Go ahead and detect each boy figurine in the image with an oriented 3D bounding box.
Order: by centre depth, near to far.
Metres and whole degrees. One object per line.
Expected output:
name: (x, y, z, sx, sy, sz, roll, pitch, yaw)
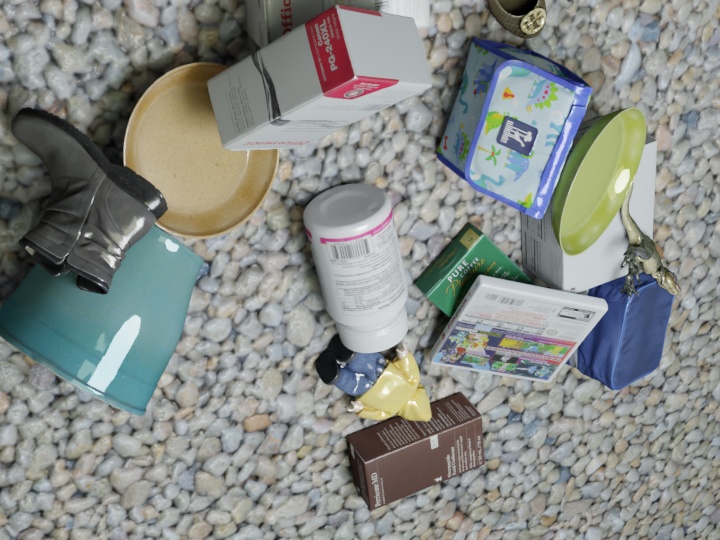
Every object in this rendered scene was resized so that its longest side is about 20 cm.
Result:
boy figurine: (0.035, 0.158, 1.456, 0.199, 0.064, 0.125, 30, 100, -37)

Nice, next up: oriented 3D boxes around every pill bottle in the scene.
pill bottle: (0.000, 0.000, 1.320, 0.113, 0.113, 0.201, -22, 125, -15)

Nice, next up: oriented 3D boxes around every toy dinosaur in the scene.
toy dinosaur: (0.384, -0.021, 1.406, 0.088, 0.047, 0.200, -57, 130, -30)

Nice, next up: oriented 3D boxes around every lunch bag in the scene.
lunch bag: (0.196, -0.178, 1.270, 0.127, 0.200, 0.171, 4, 115, -29)
lunch bag: (0.377, 0.075, 1.548, 0.135, 0.132, 0.201, -17, 123, -37)

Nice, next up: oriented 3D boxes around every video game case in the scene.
video game case: (0.222, 0.087, 1.456, 0.199, 0.023, 0.183, 10, 135, -17)

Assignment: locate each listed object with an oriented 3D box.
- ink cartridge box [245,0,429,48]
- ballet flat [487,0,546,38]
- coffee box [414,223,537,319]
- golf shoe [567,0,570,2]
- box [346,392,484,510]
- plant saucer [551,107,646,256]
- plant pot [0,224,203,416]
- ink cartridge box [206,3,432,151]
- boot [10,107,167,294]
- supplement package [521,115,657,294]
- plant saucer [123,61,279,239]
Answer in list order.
ink cartridge box: (-0.029, -0.335, 1.140, 0.199, 0.083, 0.146, -15, 122, -20)
ballet flat: (0.181, -0.364, 1.256, 0.067, 0.046, 0.200, -38, 127, -3)
coffee box: (0.181, 0.033, 1.475, 0.123, 0.044, 0.200, -48, 127, 6)
golf shoe: (0.288, -0.436, 1.267, 0.094, 0.078, 0.201, 27, 100, -18)
box: (0.085, 0.270, 1.539, 0.199, 0.075, 0.101, -18, 123, -16)
plant saucer: (0.294, -0.115, 1.284, 0.200, 0.031, 0.201, -37, 143, -35)
plant pot: (-0.279, 0.032, 1.154, 0.200, 0.200, 0.189, 38, 81, -37)
ink cartridge box: (-0.047, -0.203, 1.109, 0.145, 0.199, 0.084, -10, 83, -53)
boot: (-0.314, -0.074, 1.064, 0.132, 0.199, 0.070, -54, 170, -19)
supplement package: (0.319, -0.091, 1.437, 0.155, 0.111, 0.201, -18, 124, -17)
plant saucer: (-0.185, -0.138, 1.174, 0.199, 0.035, 0.202, -10, 108, -34)
